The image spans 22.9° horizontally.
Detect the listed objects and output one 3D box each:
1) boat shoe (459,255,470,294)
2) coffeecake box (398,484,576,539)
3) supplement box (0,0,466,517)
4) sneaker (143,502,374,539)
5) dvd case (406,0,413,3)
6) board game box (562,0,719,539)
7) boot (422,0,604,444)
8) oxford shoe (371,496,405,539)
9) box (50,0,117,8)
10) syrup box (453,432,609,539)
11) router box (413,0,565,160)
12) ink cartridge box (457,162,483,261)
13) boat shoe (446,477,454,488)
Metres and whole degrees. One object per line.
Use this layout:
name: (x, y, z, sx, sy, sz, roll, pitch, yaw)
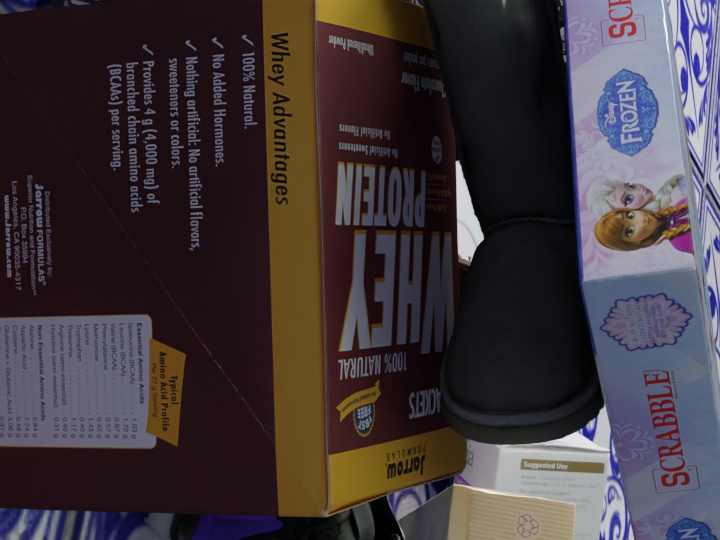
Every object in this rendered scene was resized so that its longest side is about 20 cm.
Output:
boat shoe: (0.000, 0.000, 1.003, 0.200, 0.072, 0.072, 16, 72, -48)
coffeecake box: (0.049, 0.217, 1.002, 0.200, 0.073, 0.154, 130, -30, -68)
supplement box: (-0.074, -0.007, 0.730, 0.133, 0.200, 0.198, -2, 90, -65)
sneaker: (-0.022, 0.084, 0.836, 0.069, 0.100, 0.200, -14, 142, -47)
dvd case: (-0.030, -0.081, 0.848, 0.016, 0.200, 0.149, -5, 88, -31)
board game box: (0.115, -0.005, 0.704, 0.200, 0.041, 0.200, 71, 16, -44)
boot: (0.056, -0.056, 0.694, 0.182, 0.072, 0.200, -77, 162, -61)
oxford shoe: (-0.013, 0.174, 0.992, 0.070, 0.075, 0.200, -15, 102, -64)
box: (-0.077, -0.205, 0.735, 0.044, 0.160, 0.200, -48, 130, -55)
syrup box: (0.100, 0.200, 1.153, 0.079, 0.081, 0.200, -150, -115, -72)
router box: (0.040, -0.105, 0.930, 0.200, 0.149, 0.051, 131, -57, -67)
ink cartridge box: (0.024, -0.044, 1.120, 0.200, 0.057, 0.163, 57, 39, -55)
boat shoe: (0.099, 0.125, 1.227, 0.069, 0.084, 0.200, -43, 128, -62)
